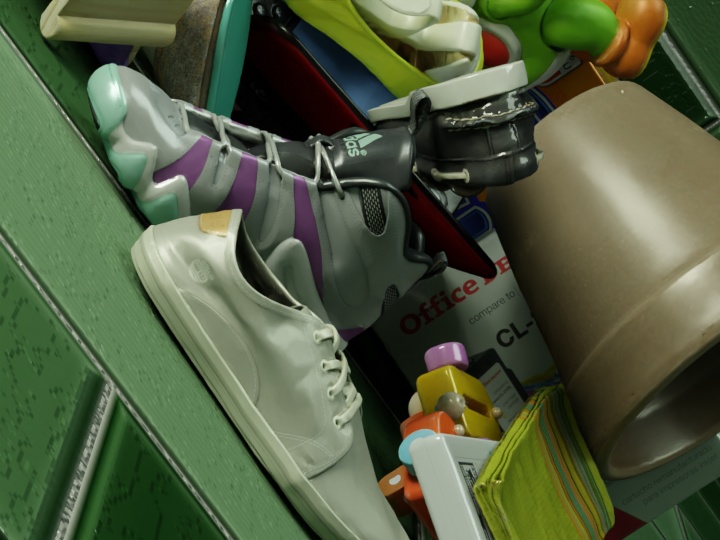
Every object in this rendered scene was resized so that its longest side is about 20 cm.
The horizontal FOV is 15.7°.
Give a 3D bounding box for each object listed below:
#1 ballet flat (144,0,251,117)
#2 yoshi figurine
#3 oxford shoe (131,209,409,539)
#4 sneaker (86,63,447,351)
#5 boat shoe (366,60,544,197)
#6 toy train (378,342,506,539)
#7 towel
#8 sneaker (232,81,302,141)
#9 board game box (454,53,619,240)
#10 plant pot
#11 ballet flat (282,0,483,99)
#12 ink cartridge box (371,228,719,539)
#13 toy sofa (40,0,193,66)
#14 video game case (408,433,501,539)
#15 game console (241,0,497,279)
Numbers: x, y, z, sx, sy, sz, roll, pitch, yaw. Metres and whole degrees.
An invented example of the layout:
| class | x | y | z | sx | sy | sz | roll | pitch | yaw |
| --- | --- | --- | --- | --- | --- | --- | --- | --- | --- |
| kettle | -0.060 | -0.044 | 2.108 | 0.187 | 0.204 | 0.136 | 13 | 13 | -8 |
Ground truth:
| class | x | y | z | sx | sy | sz | roll | pitch | yaw |
| --- | --- | --- | --- | --- | --- | --- | --- | --- | --- |
| ballet flat | -0.085 | -0.162 | 1.379 | 0.067 | 0.200 | 0.068 | 15 | 6 | 9 |
| yoshi figurine | 0.084 | -0.186 | 1.570 | 0.200 | 0.112 | 0.112 | 13 | 51 | -26 |
| oxford shoe | -0.027 | 0.055 | 1.182 | 0.200 | 0.058 | 0.075 | 56 | 7 | -9 |
| sneaker | -0.031 | -0.054 | 1.270 | 0.200 | 0.140 | 0.078 | 50 | 11 | -35 |
| boat shoe | 0.053 | -0.068 | 1.355 | 0.200 | 0.074 | 0.060 | 172 | -97 | -78 |
| toy train | 0.057 | 0.128 | 1.393 | 0.200 | 0.056 | 0.150 | 54 | 22 | -41 |
| towel | 0.097 | 0.118 | 1.327 | 0.086 | 0.018 | 0.200 | 64 | 16 | -4 |
| sneaker | -0.088 | -0.148 | 1.596 | 0.200 | 0.070 | 0.082 | 55 | -9 | -15 |
| board game box | 0.116 | -0.028 | 1.753 | 0.200 | 0.200 | 0.200 | 57 | 9 | 4 |
| plant pot | 0.163 | -0.006 | 1.480 | 0.175 | 0.200 | 0.200 | 52 | 7 | 20 |
| ballet flat | 0.027 | -0.137 | 1.460 | 0.200 | 0.067 | 0.067 | 29 | 67 | -49 |
| ink cartridge box | 0.119 | 0.069 | 1.606 | 0.200 | 0.146 | 0.083 | 56 | 11 | 2 |
| toy sofa | -0.163 | -0.200 | 1.342 | 0.083 | 0.098 | 0.200 | 0 | 53 | -49 |
| video game case | 0.091 | 0.181 | 1.299 | 0.182 | 0.024 | 0.200 | 18 | 52 | -69 |
| game console | 0.016 | -0.105 | 1.524 | 0.200 | 0.119 | 0.172 | 49 | 49 | -19 |
